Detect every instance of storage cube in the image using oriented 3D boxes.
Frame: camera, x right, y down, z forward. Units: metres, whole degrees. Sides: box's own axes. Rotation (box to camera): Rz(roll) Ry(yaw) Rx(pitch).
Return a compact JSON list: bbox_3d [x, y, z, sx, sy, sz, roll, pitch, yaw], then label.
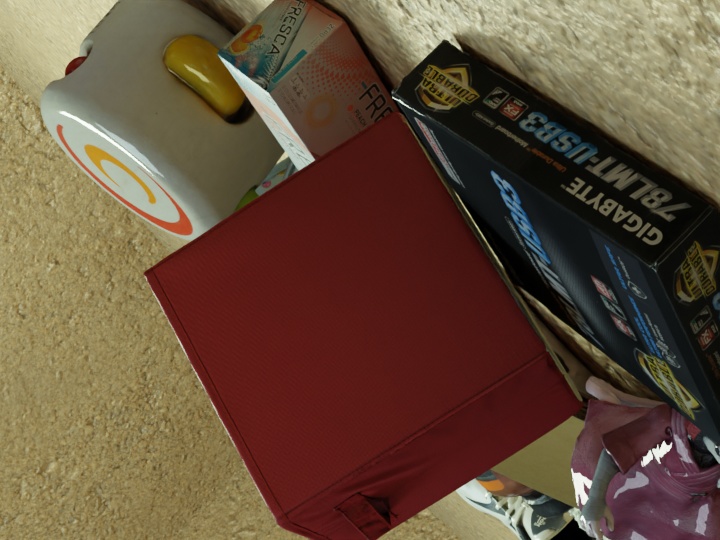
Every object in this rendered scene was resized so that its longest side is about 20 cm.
[{"bbox_3d":[0.009,0.045,1.092,0.200,0.179,0.171,59,-176,20],"label":"storage cube"}]

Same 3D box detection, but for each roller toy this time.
[{"bbox_3d":[-0.149,-0.128,1.448,0.182,0.140,0.200,28,162,30],"label":"roller toy"}]

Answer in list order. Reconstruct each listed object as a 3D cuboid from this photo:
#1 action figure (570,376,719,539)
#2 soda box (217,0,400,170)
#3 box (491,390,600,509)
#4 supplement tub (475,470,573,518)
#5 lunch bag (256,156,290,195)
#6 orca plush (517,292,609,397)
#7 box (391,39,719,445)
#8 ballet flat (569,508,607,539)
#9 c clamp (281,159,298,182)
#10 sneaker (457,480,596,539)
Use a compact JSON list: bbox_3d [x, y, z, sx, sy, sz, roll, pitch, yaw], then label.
[{"bbox_3d":[0.208,0.114,1.120,0.133,0.149,0.200,16,153,-3],"label":"action figure"},{"bbox_3d":[-0.011,-0.088,1.177,0.064,0.068,0.200,39,170,43],"label":"soda box"},{"bbox_3d":[0.140,0.125,1.322,0.163,0.021,0.200,25,160,-10],"label":"box"},{"bbox_3d":[0.108,0.110,1.476,0.200,0.107,0.107,48,172,-17],"label":"supplement tub"},{"bbox_3d":[-0.023,0.022,1.582,0.200,0.127,0.170,61,180,27],"label":"lunch bag"},{"bbox_3d":[0.134,0.090,1.357,0.200,0.071,0.105,51,170,-37],"label":"orca plush"},{"bbox_3d":[0.126,-0.010,0.964,0.198,0.050,0.200,38,169,39],"label":"box"},{"bbox_3d":[0.202,0.183,1.538,0.072,0.072,0.200,47,172,-15],"label":"ballet flat"},{"bbox_3d":[0.000,0.000,1.388,0.200,0.027,0.171,48,130,13],"label":"c clamp"},{"bbox_3d":[0.181,0.252,1.963,0.199,0.079,0.130,45,171,-3],"label":"sneaker"}]
